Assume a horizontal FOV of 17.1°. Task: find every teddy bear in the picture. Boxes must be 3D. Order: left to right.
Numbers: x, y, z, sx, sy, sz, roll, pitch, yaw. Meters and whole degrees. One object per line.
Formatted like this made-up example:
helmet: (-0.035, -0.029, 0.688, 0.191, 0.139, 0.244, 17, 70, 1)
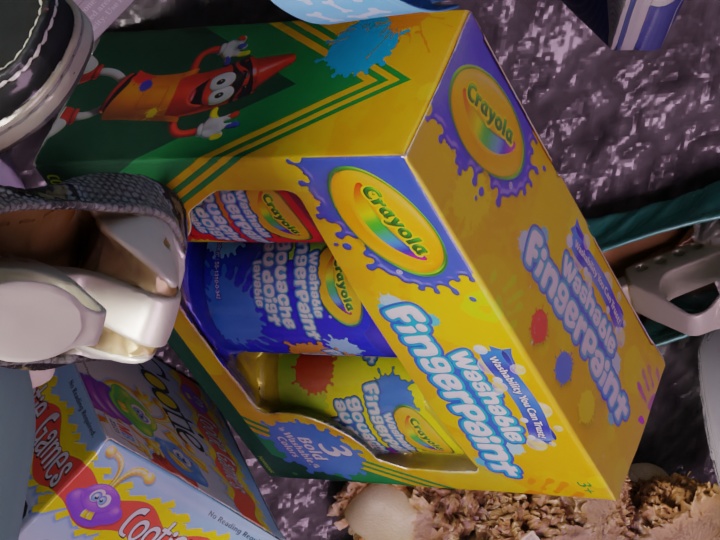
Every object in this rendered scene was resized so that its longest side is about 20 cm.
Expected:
teddy bear: (0.077, 0.121, 1.101, 0.199, 0.067, 0.146, -16, 119, -4)

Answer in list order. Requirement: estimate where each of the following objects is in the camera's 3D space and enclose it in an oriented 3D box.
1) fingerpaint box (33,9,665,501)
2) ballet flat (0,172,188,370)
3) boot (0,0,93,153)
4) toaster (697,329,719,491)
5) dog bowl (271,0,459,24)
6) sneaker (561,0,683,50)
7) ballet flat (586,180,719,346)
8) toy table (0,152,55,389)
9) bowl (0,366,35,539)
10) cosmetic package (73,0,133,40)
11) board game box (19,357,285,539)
fingerpaint box: (0.000, 0.000, 0.905, 0.166, 0.074, 0.200, 1, 141, 33)
ballet flat: (-0.098, 0.007, 0.764, 0.072, 0.072, 0.200, -55, 157, 18)
boot: (-0.197, -0.100, 0.734, 0.202, 0.074, 0.154, 5, 149, 27)
toaster: (0.221, 0.091, 1.051, 0.113, 0.201, 0.129, -25, 133, 22)
dog bowl: (0.017, -0.141, 0.823, 0.049, 0.112, 0.200, -17, -178, 35)
sneaker: (0.149, -0.176, 0.902, 0.114, 0.081, 0.200, 0, 122, -21)
ballet flat: (0.114, 0.010, 1.023, 0.199, 0.070, 0.068, -21, 116, -9)
toy table: (-0.207, 0.030, 0.867, 0.199, 0.117, 0.184, -31, 130, 0)
bowl: (-0.193, 0.091, 0.774, 0.200, 0.105, 0.202, -11, 127, -15)
cosmetic package: (-0.137, -0.171, 0.777, 0.107, 0.090, 0.200, -42, 126, 9)
board game box: (-0.145, 0.127, 0.971, 0.200, 0.105, 0.103, -46, 128, 11)
